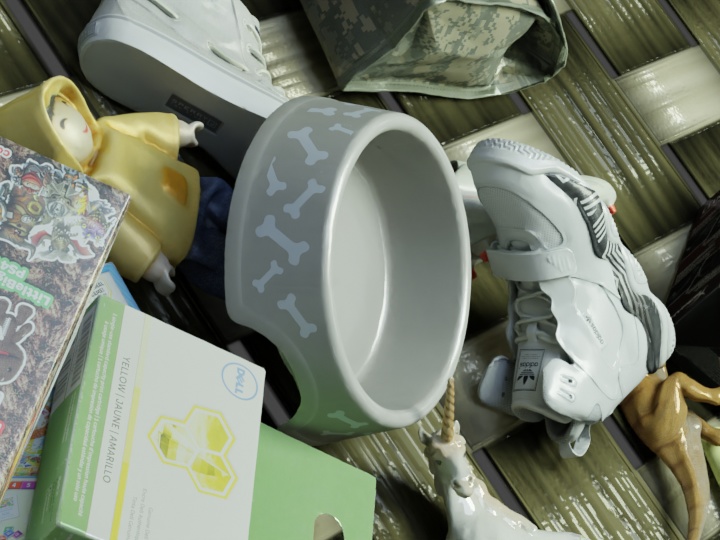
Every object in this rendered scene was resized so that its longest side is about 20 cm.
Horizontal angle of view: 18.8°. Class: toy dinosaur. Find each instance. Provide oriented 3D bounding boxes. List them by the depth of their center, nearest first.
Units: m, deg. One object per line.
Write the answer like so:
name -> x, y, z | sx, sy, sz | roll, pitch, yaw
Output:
toy dinosaur -> 0.204, 0.102, 1.417 | 0.106, 0.060, 0.200 | -18, 61, -16

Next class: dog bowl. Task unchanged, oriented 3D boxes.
dog bowl -> 0.000, 0.000, 1.224 | 0.200, 0.058, 0.201 | 3, 86, -62

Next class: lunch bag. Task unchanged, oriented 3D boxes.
lunch bag -> 0.050, -0.209, 1.474 | 0.200, 0.118, 0.164 | -2, 59, -49

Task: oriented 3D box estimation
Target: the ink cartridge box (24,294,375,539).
ink cartridge box -> -0.066, 0.116, 1.112 | 0.200, 0.048, 0.146 | 25, 45, -22

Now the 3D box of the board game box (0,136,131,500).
board game box -> -0.193, 0.060, 0.959 | 0.097, 0.160, 0.200 | 24, 61, -6

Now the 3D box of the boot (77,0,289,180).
boot -> -0.070, -0.116, 1.322 | 0.200, 0.074, 0.096 | 33, 49, -15

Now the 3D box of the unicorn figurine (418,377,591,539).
unicorn figurine -> 0.091, 0.170, 1.251 | 0.200, 0.074, 0.138 | 32, 39, -42

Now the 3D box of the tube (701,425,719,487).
tube -> 0.280, 0.183, 1.418 | 0.058, 0.052, 0.200 | 69, 0, -55

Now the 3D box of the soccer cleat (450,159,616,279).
soccer cleat -> 0.092, -0.042, 1.415 | 0.200, 0.069, 0.078 | -16, 67, -44

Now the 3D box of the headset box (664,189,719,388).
headset box -> 0.300, 0.022, 1.531 | 0.149, 0.077, 0.200 | 40, 39, -7

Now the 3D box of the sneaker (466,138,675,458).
sneaker -> 0.112, 0.020, 1.331 | 0.200, 0.075, 0.115 | 52, 60, -28

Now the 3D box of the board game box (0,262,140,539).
board game box -> -0.174, 0.079, 1.108 | 0.200, 0.034, 0.135 | -17, 72, -47

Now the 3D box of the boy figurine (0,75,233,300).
boy figurine -> -0.118, -0.048, 1.237 | 0.200, 0.064, 0.125 | 33, 45, -21
